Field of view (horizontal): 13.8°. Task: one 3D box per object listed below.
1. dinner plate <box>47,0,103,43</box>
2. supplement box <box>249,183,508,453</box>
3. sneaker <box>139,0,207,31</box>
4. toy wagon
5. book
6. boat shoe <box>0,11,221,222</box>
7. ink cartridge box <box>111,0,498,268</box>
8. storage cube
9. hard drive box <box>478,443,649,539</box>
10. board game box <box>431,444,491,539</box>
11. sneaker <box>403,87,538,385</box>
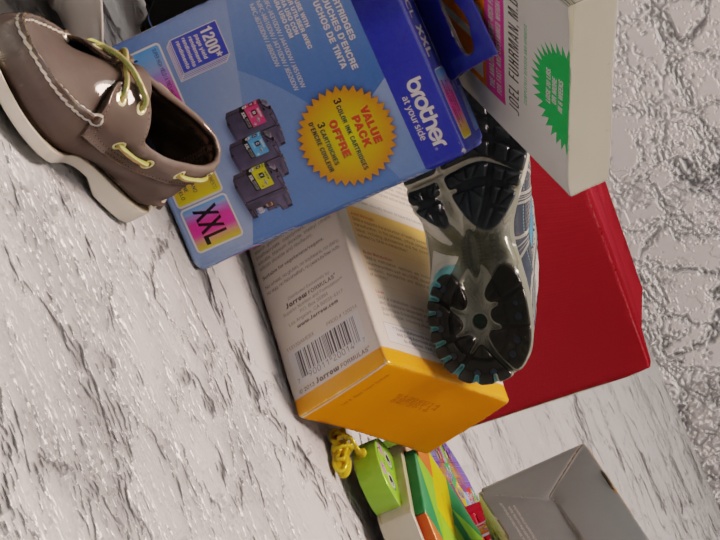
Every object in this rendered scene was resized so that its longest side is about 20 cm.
[{"bbox_3d":[-0.157,-0.201,1.527,0.200,0.024,0.200,170,-90,-80],"label":"dinner plate"},{"bbox_3d":[0.000,0.000,1.795,0.126,0.074,0.200,20,45,-48],"label":"supplement box"},{"bbox_3d":[-0.089,-0.122,1.748,0.070,0.078,0.200,29,60,-77],"label":"sneaker"},{"bbox_3d":[0.040,0.168,1.813,0.155,0.040,0.200,-100,163,-52],"label":"toy wagon"},{"bbox_3d":[0.074,-0.150,1.634,0.200,0.048,0.134,48,-28,40],"label":"book"},{"bbox_3d":[-0.128,-0.082,1.457,0.200,0.059,0.072,46,24,-63],"label":"boat shoe"},{"bbox_3d":[-0.022,-0.103,1.644,0.137,0.200,0.076,66,11,-4],"label":"ink cartridge box"},{"bbox_3d":[0.092,-0.013,2.049,0.171,0.200,0.180,-83,154,-71],"label":"storage cube"},{"bbox_3d":[0.153,0.234,1.837,0.156,0.077,0.200,-121,-169,-46],"label":"hard drive box"},{"bbox_3d":[0.098,0.193,2.041,0.200,0.039,0.158,-97,161,-55],"label":"board game box"},{"bbox_3d":[0.067,-0.037,1.743,0.086,0.078,0.200,-32,121,-78],"label":"sneaker"}]
